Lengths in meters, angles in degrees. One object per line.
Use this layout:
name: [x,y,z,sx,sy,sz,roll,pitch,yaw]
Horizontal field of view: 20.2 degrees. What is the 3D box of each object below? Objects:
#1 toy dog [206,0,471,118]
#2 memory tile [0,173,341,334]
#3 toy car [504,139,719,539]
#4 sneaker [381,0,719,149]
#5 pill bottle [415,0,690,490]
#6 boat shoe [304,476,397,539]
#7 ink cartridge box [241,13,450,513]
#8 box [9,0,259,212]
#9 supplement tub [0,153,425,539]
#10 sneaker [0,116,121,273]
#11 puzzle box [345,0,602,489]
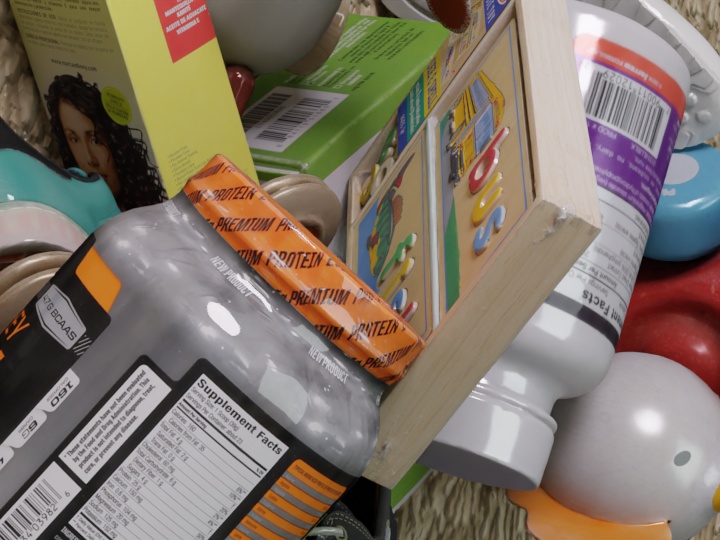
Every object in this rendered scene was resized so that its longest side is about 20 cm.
toy dog: [-0.022,-0.121,0.814,0.200,0.131,0.097,120,-25,-63]
memory tile: [-0.098,0.043,0.766,0.199,0.017,0.154,-19,143,-25]
toy car: [0.157,0.077,0.952,0.200,0.176,0.185,-46,141,-35]
sneaker: [0.104,-0.132,0.995,0.080,0.200,0.077,-33,151,-50]
pill bottle: [0.068,-0.010,0.895,0.111,0.111,0.201,35,69,-51]
boat shoe: [-0.030,0.118,0.778,0.200,0.071,0.068,-40,140,-70]
ink cartridge box: [0.000,0.000,0.966,0.148,0.075,0.201,-43,133,-44]
box: [-0.097,-0.094,0.809,0.050,0.075,0.201,-35,122,-34]
supplement tub: [-0.079,0.066,0.677,0.200,0.123,0.123,-47,139,0]
sneaker: [-0.111,0.004,0.809,0.200,0.071,0.080,62,10,-60]
puzzle box: [0.037,-0.027,0.767,0.025,0.133,0.200,28,29,-16]
